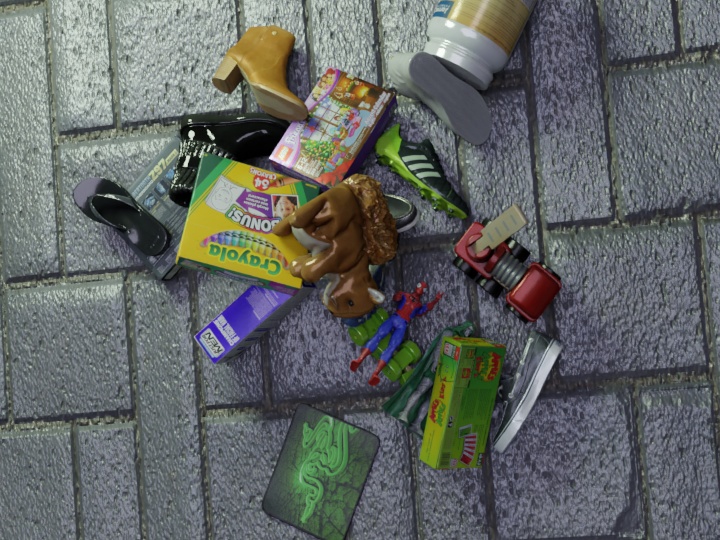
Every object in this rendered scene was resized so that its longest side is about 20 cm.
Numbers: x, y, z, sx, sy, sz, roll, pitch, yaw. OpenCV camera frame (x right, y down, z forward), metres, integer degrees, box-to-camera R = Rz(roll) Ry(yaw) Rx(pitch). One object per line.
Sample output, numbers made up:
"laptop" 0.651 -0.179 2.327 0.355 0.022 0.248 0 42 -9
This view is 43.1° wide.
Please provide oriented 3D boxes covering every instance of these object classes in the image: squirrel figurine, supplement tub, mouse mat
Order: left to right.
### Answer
"mouse mat" -0.069 0.348 1.555 0.158 0.008 0.204 21 90 10
"squirrel figurine" -0.012 -0.034 1.387 0.198 0.141 0.189 -33 95 -24
"supplement tub" 0.195 -0.412 1.470 0.143 0.145 0.203 27 92 10

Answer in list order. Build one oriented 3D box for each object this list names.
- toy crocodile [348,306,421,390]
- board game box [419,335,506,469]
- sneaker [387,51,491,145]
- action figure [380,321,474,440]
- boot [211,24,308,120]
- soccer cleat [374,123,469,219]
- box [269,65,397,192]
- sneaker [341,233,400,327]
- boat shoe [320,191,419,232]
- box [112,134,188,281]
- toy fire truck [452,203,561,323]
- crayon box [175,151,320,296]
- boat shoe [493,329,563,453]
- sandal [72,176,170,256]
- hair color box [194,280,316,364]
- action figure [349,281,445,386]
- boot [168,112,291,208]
"toy crocodile" 0.036 0.125 1.521 0.067 0.062 0.200 -37 81 -30
"board game box" 0.163 0.211 1.458 0.047 0.100 0.205 21 103 53
"sneaker" 0.129 -0.292 1.513 0.200 0.115 0.074 42 86 -27
"action figure" 0.128 0.167 1.485 0.118 0.054 0.202 41 74 -33
"boot" -0.142 -0.342 1.537 0.198 0.071 0.145 24 66 21
"soccer cleat" 0.112 -0.166 1.518 0.199 0.068 0.081 40 82 9
"box" -0.044 -0.231 1.516 0.135 0.039 0.202 25 73 20
"sneaker" 0.000 0.000 1.512 0.083 0.077 0.203 11 63 21
"boat shoe" 0.002 -0.110 1.503 0.196 0.061 0.075 12 54 30
"box" -0.329 -0.108 1.597 0.158 0.051 0.200 44 96 9
"toy fire truck" 0.236 -0.016 1.418 0.175 0.200 0.129 40 95 9
"crayon box" -0.175 -0.072 1.439 0.196 0.058 0.176 15 70 -13
"boat shoe" 0.254 0.193 1.472 0.067 0.072 0.203 27 95 14
"sandal" -0.412 -0.099 1.566 0.198 0.043 0.077 31 95 12
"hair color box" -0.175 0.069 1.533 0.199 0.109 0.065 -42 82 5
"action figure" 0.065 0.081 1.463 0.065 0.099 0.201 35 57 0
"boot" -0.212 -0.176 1.527 0.206 0.080 0.161 -1 60 0
